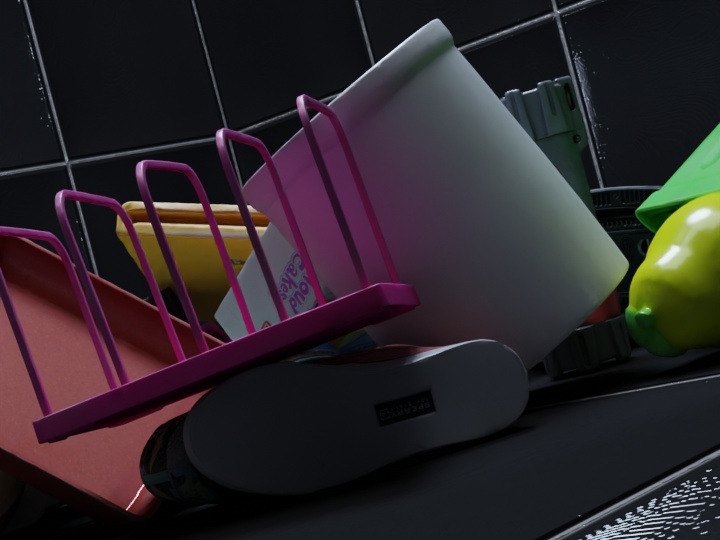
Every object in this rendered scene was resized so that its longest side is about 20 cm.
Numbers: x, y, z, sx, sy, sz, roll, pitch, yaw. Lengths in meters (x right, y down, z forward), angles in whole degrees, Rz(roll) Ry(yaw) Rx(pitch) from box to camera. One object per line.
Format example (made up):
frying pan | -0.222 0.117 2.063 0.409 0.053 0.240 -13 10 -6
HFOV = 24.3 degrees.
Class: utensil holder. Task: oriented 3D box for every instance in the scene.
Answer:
utensil holder | 0.051 -0.030 1.070 0.170 0.200 0.170 -41 1 1

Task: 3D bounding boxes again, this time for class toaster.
toaster | 0.180 0.001 1.300 0.198 0.115 0.129 -6 -5 -9

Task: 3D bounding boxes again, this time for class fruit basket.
fruit basket | 0.258 -0.010 1.048 0.216 0.155 0.216 -48 18 22

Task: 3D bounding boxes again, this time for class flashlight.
flashlight | 0.136 -0.029 1.177 0.068 0.202 0.067 -16 0 43

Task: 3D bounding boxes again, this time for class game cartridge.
game cartridge | -0.089 -0.002 1.360 0.175 0.033 0.200 3 -20 9

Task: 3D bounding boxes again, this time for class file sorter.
file sorter | -0.088 -0.002 0.928 0.199 0.126 0.139 -22 -4 8

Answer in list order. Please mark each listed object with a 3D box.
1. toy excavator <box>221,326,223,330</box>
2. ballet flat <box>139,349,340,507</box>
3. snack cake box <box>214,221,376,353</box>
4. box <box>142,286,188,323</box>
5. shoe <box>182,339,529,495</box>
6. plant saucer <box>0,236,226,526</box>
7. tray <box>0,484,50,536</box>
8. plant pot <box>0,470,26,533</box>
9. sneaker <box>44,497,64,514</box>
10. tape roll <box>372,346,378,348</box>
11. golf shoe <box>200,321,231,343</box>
toy excavator | -0.021 0.076 1.529 0.198 0.101 0.194 -6 0 -9
ballet flat | -0.062 0.095 1.016 0.074 0.075 0.199 -15 -2 34
snack cake box | 0.000 0.000 1.233 0.199 0.067 0.115 -14 -34 -50
box | -0.250 0.109 1.392 0.192 0.048 0.200 -26 -14 -33
shoe | -0.010 0.082 0.942 0.198 0.072 0.091 -10 -4 -20
plant saucer | -0.189 0.069 1.045 0.037 0.199 0.200 -64 -3 30
tray | -0.238 0.113 1.122 0.107 0.022 0.201 -21 27 18
plant pot | -0.306 0.125 1.006 0.200 0.201 0.093 -15 -40 -46
sneaker | -0.269 0.146 1.197 0.198 0.078 0.076 -14 -2 6
tape roll | 0.010 0.074 1.345 0.201 0.037 0.203 -7 5 1
golf shoe | -0.153 0.094 1.313 0.092 0.075 0.200 -54 1 17
